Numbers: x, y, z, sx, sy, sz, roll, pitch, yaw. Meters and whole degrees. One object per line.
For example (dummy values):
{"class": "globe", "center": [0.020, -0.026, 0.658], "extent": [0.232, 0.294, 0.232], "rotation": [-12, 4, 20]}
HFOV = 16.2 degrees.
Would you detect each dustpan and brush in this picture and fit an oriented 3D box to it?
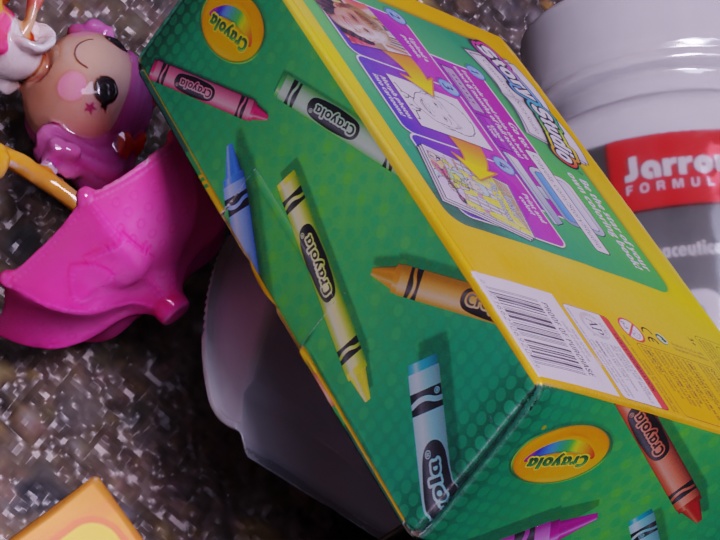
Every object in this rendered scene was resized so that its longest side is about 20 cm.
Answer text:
{"class": "dustpan and brush", "center": [0.000, 0.000, 0.837], "extent": [0.139, 0.057, 0.201], "rotation": [36, 53, -40]}

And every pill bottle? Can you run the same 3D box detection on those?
{"class": "pill bottle", "center": [0.109, 0.010, 0.852], "extent": [0.113, 0.114, 0.202], "rotation": [4, 70, -22]}

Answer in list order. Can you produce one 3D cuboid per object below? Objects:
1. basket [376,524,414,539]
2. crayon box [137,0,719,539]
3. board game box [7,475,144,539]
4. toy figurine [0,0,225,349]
{"class": "basket", "center": [0.083, 0.173, 0.760], "extent": [0.199, 0.180, 0.137], "rotation": [25, 53, -23]}
{"class": "crayon box", "center": [0.029, -0.004, 0.721], "extent": [0.118, 0.058, 0.200], "rotation": [17, 30, -43]}
{"class": "board game box", "center": [-0.109, 0.209, 0.632], "extent": [0.200, 0.200, 0.200], "rotation": [-35, 87, -30]}
{"class": "toy figurine", "center": [-0.121, -0.059, 0.793], "extent": [0.184, 0.150, 0.201], "rotation": [34, 35, -24]}
